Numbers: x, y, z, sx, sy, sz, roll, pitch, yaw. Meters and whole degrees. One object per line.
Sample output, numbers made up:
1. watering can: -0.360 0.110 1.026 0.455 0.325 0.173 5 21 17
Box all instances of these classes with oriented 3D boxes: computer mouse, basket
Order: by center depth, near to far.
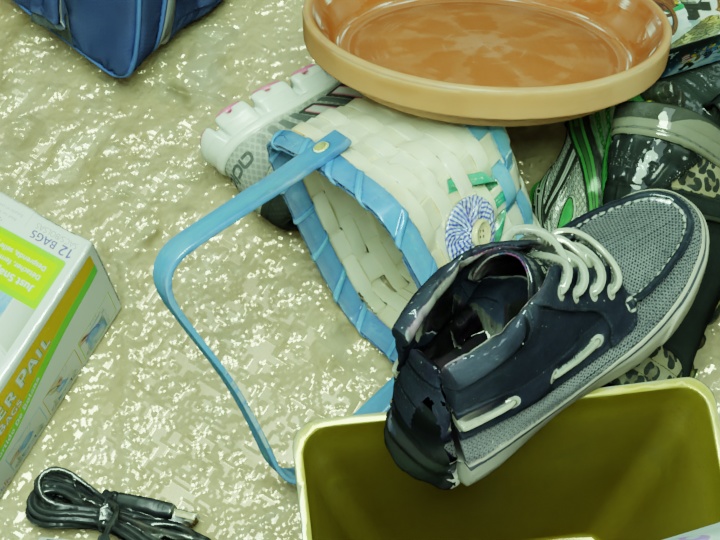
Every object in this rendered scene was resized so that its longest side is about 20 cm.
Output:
1. computer mouse: -0.145 0.168 0.784 0.109 0.200 0.044 18 108 2
2. basket: 0.000 0.000 0.829 0.200 0.177 0.139 -38 40 -11

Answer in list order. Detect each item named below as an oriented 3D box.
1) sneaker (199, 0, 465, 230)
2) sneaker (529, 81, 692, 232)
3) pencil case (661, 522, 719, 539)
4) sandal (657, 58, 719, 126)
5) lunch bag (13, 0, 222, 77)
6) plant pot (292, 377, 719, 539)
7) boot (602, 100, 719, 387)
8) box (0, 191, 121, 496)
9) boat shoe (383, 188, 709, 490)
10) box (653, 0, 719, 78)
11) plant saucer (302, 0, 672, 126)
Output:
1. sneaker: 0.007 -0.089 0.925 0.199 0.074 0.088 -29 77 -10
2. sneaker: 0.139 -0.011 0.901 0.085 0.078 0.201 2 72 41
3. pencil case: 0.110 0.153 0.633 0.198 0.083 0.091 -13 71 -4
4. sandal: 0.268 -0.070 0.924 0.200 0.048 0.075 37 74 13
5. lunch bag: -0.150 -0.216 0.913 0.136 0.201 0.132 36 55 16
6. plant pot: 0.078 0.183 0.761 0.198 0.177 0.201 -6 70 -2
7. boot: 0.184 0.016 0.840 0.073 0.203 0.155 7 72 48
8. box: -0.236 0.060 0.853 0.112 0.101 0.201 27 72 11
9. boat shoe: 0.092 0.010 0.692 0.075 0.093 0.200 36 63 25
10. box: 0.215 -0.201 0.961 0.199 0.038 0.137 -18 70 -18
11. plant saucer: 0.067 -0.126 0.835 0.199 0.033 0.201 3 31 -2
